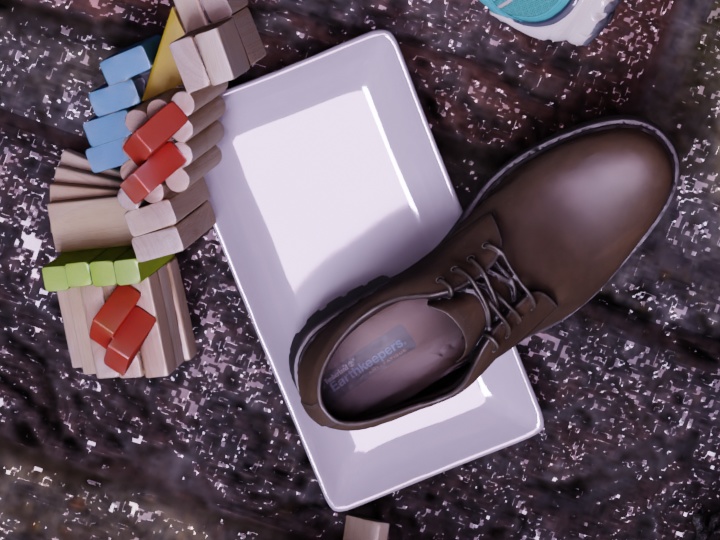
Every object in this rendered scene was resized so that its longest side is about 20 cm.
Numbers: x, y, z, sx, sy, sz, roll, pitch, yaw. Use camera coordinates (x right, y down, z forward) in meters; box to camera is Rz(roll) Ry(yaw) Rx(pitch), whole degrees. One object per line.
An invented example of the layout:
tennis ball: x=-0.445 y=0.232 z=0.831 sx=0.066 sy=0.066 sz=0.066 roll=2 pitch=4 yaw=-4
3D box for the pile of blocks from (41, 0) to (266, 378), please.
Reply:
pile of blocks: x=-0.101 y=-0.039 z=1.197 sx=0.082 sy=0.062 sz=0.201 roll=18 pitch=110 yaw=10

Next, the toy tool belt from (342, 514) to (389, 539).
toy tool belt: x=-0.004 y=0.193 z=1.204 sx=0.125 sy=0.200 sz=0.123 roll=34 pitch=100 yaw=-29

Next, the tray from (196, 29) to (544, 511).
tray: x=0.000 y=0.000 z=1.246 sx=0.107 sy=0.022 sz=0.201 roll=-21 pitch=103 yaw=3

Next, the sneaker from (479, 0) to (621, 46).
sneaker: x=0.101 y=-0.197 z=1.182 sx=0.079 sy=0.078 sz=0.201 roll=21 pitch=101 yaw=2

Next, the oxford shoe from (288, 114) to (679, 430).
oxford shoe: x=0.060 y=0.009 z=1.198 sx=0.200 sy=0.084 sz=0.073 roll=-39 pitch=100 yaw=4

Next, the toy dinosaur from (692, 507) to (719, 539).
toy dinosaur: x=0.202 y=0.144 z=1.279 sx=0.199 sy=0.048 sz=0.088 roll=-24 pitch=110 yaw=6
